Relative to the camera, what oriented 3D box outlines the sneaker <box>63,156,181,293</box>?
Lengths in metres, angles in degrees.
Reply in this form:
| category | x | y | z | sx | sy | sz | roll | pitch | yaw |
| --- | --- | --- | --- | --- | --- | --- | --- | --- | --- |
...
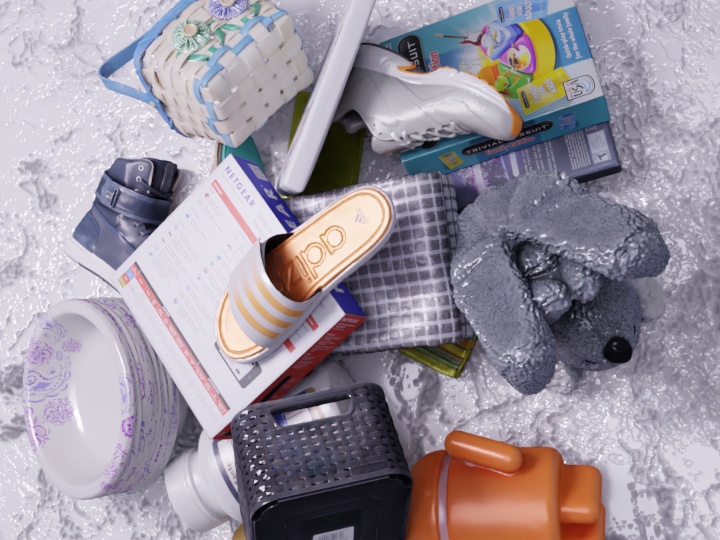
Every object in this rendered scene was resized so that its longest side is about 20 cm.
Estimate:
| category | x | y | z | sx | sy | sz | roll | pitch | yaw |
| --- | --- | --- | --- | --- | --- | --- | --- | --- | --- |
| sneaker | -0.215 | -0.038 | 1.110 | 0.202 | 0.077 | 0.147 | 31 | 95 | 20 |

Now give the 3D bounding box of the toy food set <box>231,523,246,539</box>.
| category | x | y | z | sx | sy | sz | roll | pitch | yaw |
| --- | --- | --- | --- | --- | --- | --- | --- | --- | --- |
| toy food set | -0.038 | 0.330 | 1.023 | 0.199 | 0.049 | 0.199 | -16 | 79 | 14 |

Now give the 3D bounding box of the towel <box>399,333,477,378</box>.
| category | x | y | z | sx | sy | sz | roll | pitch | yaw |
| --- | --- | --- | --- | --- | --- | --- | --- | --- | --- |
| towel | 0.099 | 0.000 | 1.030 | 0.086 | 0.018 | 0.201 | 24 | 90 | 18 |

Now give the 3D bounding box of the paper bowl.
| category | x | y | z | sx | sy | sz | roll | pitch | yaw |
| --- | --- | --- | --- | --- | --- | --- | --- | --- | --- |
| paper bowl | -0.254 | 0.128 | 1.065 | 0.200 | 0.104 | 0.202 | 0 | 90 | 44 |

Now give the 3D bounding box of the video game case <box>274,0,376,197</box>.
| category | x | y | z | sx | sy | sz | roll | pitch | yaw |
| --- | --- | --- | --- | --- | --- | --- | --- | --- | --- |
| video game case | -0.037 | -0.169 | 1.008 | 0.024 | 0.182 | 0.201 | 21 | 90 | -8 |

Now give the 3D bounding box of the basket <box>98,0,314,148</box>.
| category | x | y | z | sx | sy | sz | roll | pitch | yaw |
| --- | --- | --- | --- | --- | --- | --- | --- | --- | --- |
| basket | -0.158 | -0.228 | 1.079 | 0.199 | 0.139 | 0.176 | 25 | 63 | 41 |

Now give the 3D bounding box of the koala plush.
| category | x | y | z | sx | sy | sz | roll | pitch | yaw |
| --- | --- | --- | --- | --- | --- | --- | --- | --- | --- |
| koala plush | 0.189 | 0.023 | 0.927 | 0.177 | 0.200 | 0.184 | -46 | 42 | 7 |

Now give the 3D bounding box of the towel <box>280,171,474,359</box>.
| category | x | y | z | sx | sy | sz | roll | pitch | yaw |
| --- | --- | --- | --- | --- | --- | --- | --- | --- | --- |
| towel | 0.000 | 0.000 | 0.989 | 0.199 | 0.085 | 0.167 | -9 | 90 | 23 |

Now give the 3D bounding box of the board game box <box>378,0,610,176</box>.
| category | x | y | z | sx | sy | sz | roll | pitch | yaw |
| --- | --- | --- | --- | --- | --- | --- | --- | --- | --- |
| board game box | 0.127 | -0.188 | 1.015 | 0.199 | 0.047 | 0.152 | -17 | 60 | 14 |

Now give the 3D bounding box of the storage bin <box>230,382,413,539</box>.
| category | x | y | z | sx | sy | sz | roll | pitch | yaw |
| --- | --- | --- | --- | --- | --- | --- | --- | --- | --- |
| storage bin | -0.035 | 0.200 | 0.906 | 0.134 | 0.201 | 0.094 | -10 | 51 | -11 |

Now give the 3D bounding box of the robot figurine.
| category | x | y | z | sx | sy | sz | roll | pitch | yaw |
| --- | --- | --- | --- | --- | --- | --- | --- | --- | --- |
| robot figurine | 0.122 | 0.219 | 0.952 | 0.199 | 0.144 | 0.117 | -5 | 65 | 17 |

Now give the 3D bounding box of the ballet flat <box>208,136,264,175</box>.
| category | x | y | z | sx | sy | sz | roll | pitch | yaw |
| --- | --- | --- | --- | --- | --- | --- | --- | --- | --- |
| ballet flat | -0.132 | -0.054 | 1.091 | 0.067 | 0.068 | 0.201 | -30 | 64 | 37 |

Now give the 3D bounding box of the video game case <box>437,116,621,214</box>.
| category | x | y | z | sx | sy | sz | roll | pitch | yaw |
| --- | --- | --- | --- | --- | --- | --- | --- | --- | --- |
| video game case | 0.143 | -0.133 | 1.020 | 0.199 | 0.019 | 0.144 | -15 | 61 | 16 |

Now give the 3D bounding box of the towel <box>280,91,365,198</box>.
| category | x | y | z | sx | sy | sz | roll | pitch | yaw |
| --- | --- | --- | --- | --- | --- | --- | --- | --- | --- |
| towel | -0.046 | -0.090 | 1.096 | 0.085 | 0.018 | 0.201 | 8 | 85 | 17 |

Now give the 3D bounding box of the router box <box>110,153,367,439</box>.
| category | x | y | z | sx | sy | sz | roll | pitch | yaw |
| --- | --- | --- | --- | --- | --- | --- | --- | --- | --- |
| router box | -0.119 | 0.025 | 0.971 | 0.179 | 0.049 | 0.200 | -42 | 68 | 16 |

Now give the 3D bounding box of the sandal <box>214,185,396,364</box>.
| category | x | y | z | sx | sy | sz | roll | pitch | yaw |
| --- | --- | --- | --- | --- | --- | --- | --- | --- | --- |
| sandal | -0.062 | -0.004 | 0.886 | 0.207 | 0.059 | 0.079 | -42 | 68 | 15 |

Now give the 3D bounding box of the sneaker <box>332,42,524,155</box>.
| category | x | y | z | sx | sy | sz | roll | pitch | yaw |
| --- | --- | --- | --- | --- | --- | --- | --- | --- | --- |
| sneaker | 0.058 | -0.140 | 0.959 | 0.199 | 0.076 | 0.092 | 24 | 84 | 37 |

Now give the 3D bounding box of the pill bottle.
| category | x | y | z | sx | sy | sz | roll | pitch | yaw |
| --- | --- | --- | --- | --- | --- | --- | --- | --- | --- |
| pill bottle | -0.089 | 0.181 | 1.025 | 0.199 | 0.111 | 0.111 | -29 | 76 | 12 |
